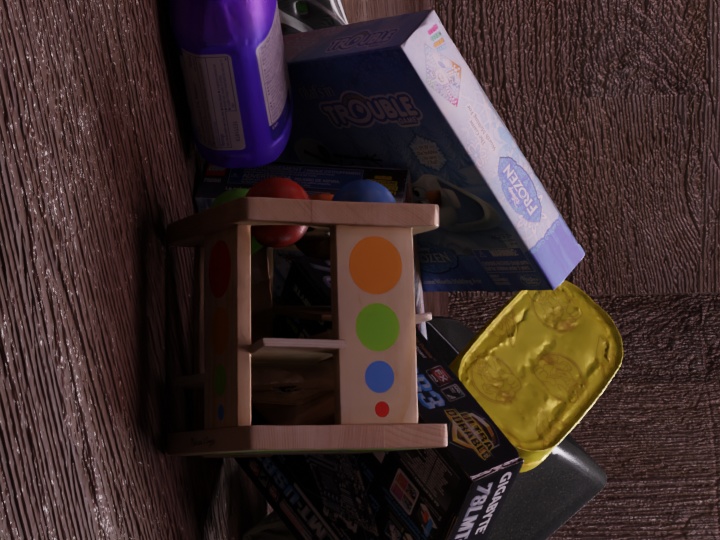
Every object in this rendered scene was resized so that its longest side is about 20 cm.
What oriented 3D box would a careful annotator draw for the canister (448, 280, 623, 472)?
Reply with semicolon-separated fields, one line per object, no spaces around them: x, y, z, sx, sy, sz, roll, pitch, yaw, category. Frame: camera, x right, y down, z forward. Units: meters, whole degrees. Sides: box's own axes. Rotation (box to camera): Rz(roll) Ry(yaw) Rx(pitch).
0.075;0.110;1.466;0.149;0.087;0.200;-45;177;-42;canister

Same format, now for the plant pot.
0.064;0.155;1.829;0.200;0.199;0.177;47;-3;22;plant pot

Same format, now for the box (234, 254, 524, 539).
0.004;0.119;1.395;0.200;0.050;0.199;50;-38;29;box

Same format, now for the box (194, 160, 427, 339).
-0.029;0.006;1.455;0.200;0.137;0.040;83;15;-51;box

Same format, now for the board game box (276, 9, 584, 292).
0.022;-0.071;1.427;0.043;0.200;0.199;-48;117;-30;board game box

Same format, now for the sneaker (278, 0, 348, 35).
-0.038;-0.225;1.721;0.115;0.076;0.201;-83;167;-46;sneaker

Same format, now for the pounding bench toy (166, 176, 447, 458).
-0.050;0.031;1.281;0.200;0.124;0.156;166;-76;-63;pounding bench toy

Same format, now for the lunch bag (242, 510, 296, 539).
0.014;0.252;1.611;0.200;0.117;0.164;66;13;1;lunch bag

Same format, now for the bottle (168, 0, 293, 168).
-0.082;-0.155;1.312;0.200;0.065;0.084;82;8;-49;bottle
